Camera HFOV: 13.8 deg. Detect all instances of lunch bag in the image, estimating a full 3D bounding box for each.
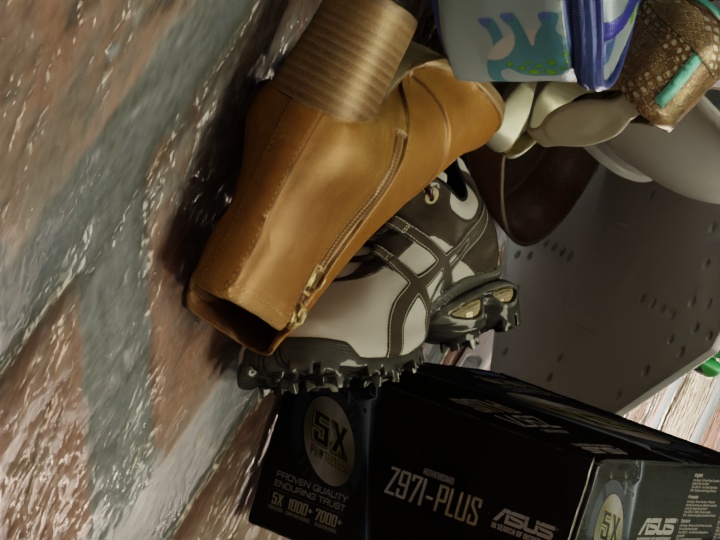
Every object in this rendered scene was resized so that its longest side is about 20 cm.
[{"bbox_3d":[0.080,-0.173,1.197,0.200,0.082,0.161,-66,154,-54],"label":"lunch bag"}]

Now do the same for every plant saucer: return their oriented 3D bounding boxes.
[{"bbox_3d":[0.102,-0.112,1.536,0.200,0.034,0.200,-52,153,-41],"label":"plant saucer"}]

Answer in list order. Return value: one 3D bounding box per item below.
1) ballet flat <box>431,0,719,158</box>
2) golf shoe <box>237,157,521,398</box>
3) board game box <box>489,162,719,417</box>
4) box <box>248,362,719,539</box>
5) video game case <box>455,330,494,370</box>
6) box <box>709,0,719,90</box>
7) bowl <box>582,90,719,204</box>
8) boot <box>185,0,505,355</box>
[{"bbox_3d":[0.080,-0.083,1.301,0.065,0.071,0.200,-57,-157,-20],"label":"ballet flat"},{"bbox_3d":[0.000,0.000,1.297,0.200,0.078,0.095,-23,106,-63],"label":"golf shoe"},{"bbox_3d":[0.138,0.008,1.563,0.200,0.026,0.200,-39,-148,43],"label":"board game box"},{"bbox_3d":[0.073,0.105,1.396,0.200,0.164,0.086,9,99,-59],"label":"box"},{"bbox_3d":[0.040,0.127,1.702,0.143,0.017,0.200,97,20,-44],"label":"video game case"},{"bbox_3d":[0.197,-0.173,1.371,0.097,0.177,0.200,-38,158,30],"label":"box"},{"bbox_3d":[0.146,-0.105,1.413,0.090,0.201,0.201,-35,-174,32],"label":"bowl"},{"bbox_3d":[-0.012,-0.032,1.207,0.144,0.071,0.201,-62,163,-1],"label":"boot"}]
